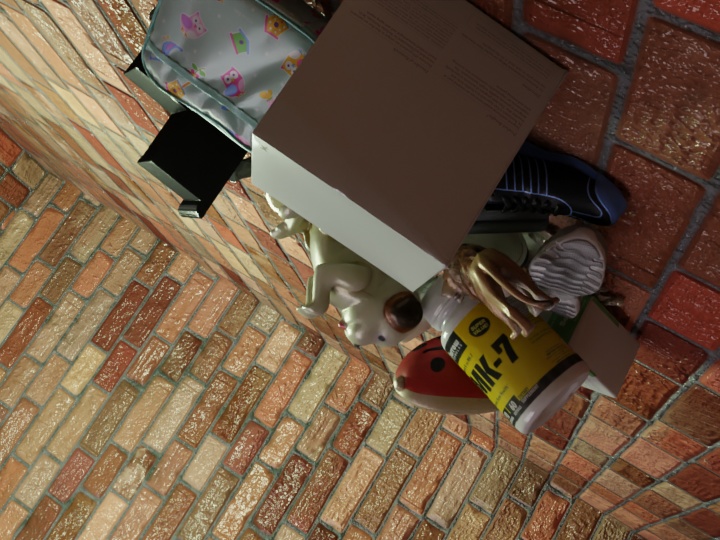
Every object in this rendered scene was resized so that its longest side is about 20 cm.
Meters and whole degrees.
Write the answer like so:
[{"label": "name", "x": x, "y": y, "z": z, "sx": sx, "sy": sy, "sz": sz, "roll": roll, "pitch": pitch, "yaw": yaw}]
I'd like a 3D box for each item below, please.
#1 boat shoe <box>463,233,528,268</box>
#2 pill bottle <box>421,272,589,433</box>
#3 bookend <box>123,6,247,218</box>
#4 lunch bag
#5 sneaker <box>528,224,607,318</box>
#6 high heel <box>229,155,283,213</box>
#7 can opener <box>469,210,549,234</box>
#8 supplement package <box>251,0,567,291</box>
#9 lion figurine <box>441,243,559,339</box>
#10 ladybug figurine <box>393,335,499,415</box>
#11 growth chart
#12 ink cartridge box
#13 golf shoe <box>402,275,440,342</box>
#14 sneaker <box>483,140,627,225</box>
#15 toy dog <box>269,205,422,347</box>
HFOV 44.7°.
[{"label": "boat shoe", "x": 0.135, "y": -0.053, "z": 1.093, "sx": 0.199, "sy": 0.072, "sz": 0.068, "roll": 33, "pitch": 177, "yaw": 38}, {"label": "pill bottle", "x": 0.170, "y": 0.088, "z": 1.064, "sx": 0.200, "sy": 0.114, "sz": 0.114, "roll": 47, "pitch": 174, "yaw": 23}, {"label": "bookend", "x": -0.243, "y": -0.208, "z": 1.162, "sx": 0.198, "sy": 0.202, "sz": 0.092, "roll": 38, "pitch": 166, "yaw": -26}, {"label": "lunch bag", "x": -0.121, "y": -0.218, "z": 0.900, "sx": 0.199, "sy": 0.161, "sz": 0.077, "roll": 36, "pitch": -149, "yaw": 3}, {"label": "sneaker", "x": 0.223, "y": -0.016, "z": 0.937, "sx": 0.074, "sy": 0.083, "sz": 0.200, "roll": 20, "pitch": 165, "yaw": 8}, {"label": "high heel", "x": -0.079, "y": -0.136, "z": 1.206, "sx": 0.199, "sy": 0.141, "sz": 0.072, "roll": 27, "pitch": 128, "yaw": 44}, {"label": "can opener", "x": 0.111, "y": -0.052, "z": 0.963, "sx": 0.196, "sy": 0.067, "sz": 0.053, "roll": -5, "pitch": 153, "yaw": 1}, {"label": "supplement package", "x": 0.034, "y": -0.124, "z": 0.767, "sx": 0.190, "sy": 0.201, "sz": 0.147, "roll": 34, "pitch": 168, "yaw": -1}, {"label": "lion figurine", "x": 0.140, "y": 0.009, "z": 0.913, "sx": 0.123, "sy": 0.072, "sz": 0.200, "roll": 47, "pitch": 171, "yaw": 6}, {"label": "ladybug figurine", "x": 0.133, "y": 0.131, "z": 1.156, "sx": 0.197, "sy": 0.073, "sz": 0.136, "roll": -5, "pitch": -153, "yaw": -31}, {"label": "growth chart", "x": 0.242, "y": -0.009, "z": 1.103, "sx": 0.199, "sy": 0.018, "sz": 0.144, "roll": 39, "pitch": 167, "yaw": -21}, {"label": "ink cartridge box", "x": 0.254, "y": 0.081, "z": 1.191, "sx": 0.145, "sy": 0.088, "sz": 0.199, "roll": 37, "pitch": 166, "yaw": -37}, {"label": "golf shoe", "x": 0.124, "y": 0.046, "z": 1.171, "sx": 0.098, "sy": 0.200, "sz": 0.078, "roll": 55, "pitch": -162, "yaw": 23}, {"label": "sneaker", "x": 0.162, "y": -0.084, "z": 0.876, "sx": 0.198, "sy": 0.078, "sz": 0.070, "roll": 30, "pitch": 166, "yaw": 17}, {"label": "toy dog", "x": 0.000, "y": 0.000, "z": 1.077, "sx": 0.202, "sy": 0.192, "sz": 0.139, "roll": 64, "pitch": 155, "yaw": 5}]
